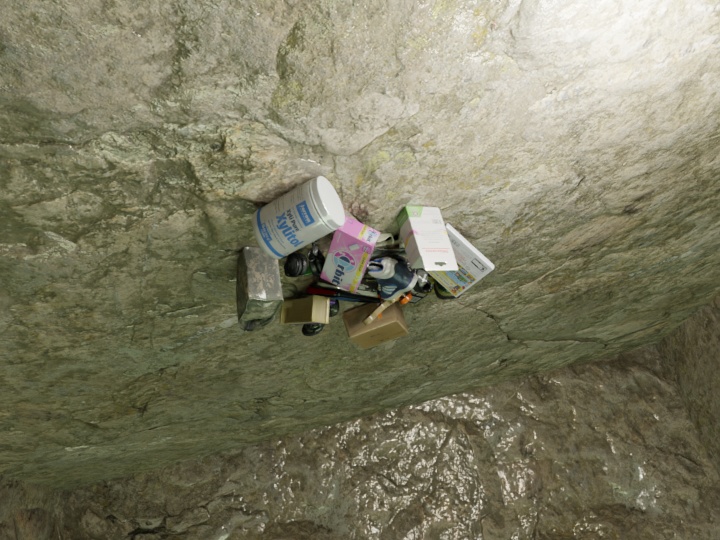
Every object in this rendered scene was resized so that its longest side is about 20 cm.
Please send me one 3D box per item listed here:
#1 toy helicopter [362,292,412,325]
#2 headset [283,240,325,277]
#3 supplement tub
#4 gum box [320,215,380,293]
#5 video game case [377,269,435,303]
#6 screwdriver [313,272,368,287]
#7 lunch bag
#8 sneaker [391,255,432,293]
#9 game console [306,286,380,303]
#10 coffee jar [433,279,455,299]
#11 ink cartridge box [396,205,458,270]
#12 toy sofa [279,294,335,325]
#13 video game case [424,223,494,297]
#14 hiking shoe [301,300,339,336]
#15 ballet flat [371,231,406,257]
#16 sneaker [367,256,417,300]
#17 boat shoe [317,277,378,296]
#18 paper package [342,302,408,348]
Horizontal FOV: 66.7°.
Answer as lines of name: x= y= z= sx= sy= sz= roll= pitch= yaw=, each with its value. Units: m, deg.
toy helicopter: x=0.071 y=0.117 z=1.816 sx=0.199 sy=0.080 sz=0.132 roll=-40 pitch=-174 yaw=-33
headset: x=-0.155 y=-0.034 z=1.570 sx=0.120 sy=0.097 sz=0.200 roll=-8 pitch=167 yaw=-21
supplement tub: x=-0.150 y=-0.125 z=1.315 sx=0.197 sy=0.135 sz=0.131 roll=-25 pitch=151 yaw=20
gum box: x=-0.032 y=-0.037 z=1.505 sx=0.111 sy=0.067 sz=0.202 roll=25 pitch=132 yaw=3
video game case: x=0.185 y=0.053 z=1.925 sx=0.197 sy=0.026 sz=0.180 roll=12 pitch=142 yaw=-40
screwdriver: x=-0.060 y=0.021 z=1.635 sx=0.195 sy=0.030 sz=0.028 roll=10 pitch=175 yaw=24
lunch bag: x=-0.295 y=0.057 z=1.538 sx=0.115 sy=0.168 sz=0.201 roll=2 pitch=149 yaw=-26
sneaker: x=0.171 y=0.013 z=1.745 sx=0.089 sy=0.068 sz=0.200 roll=9 pitch=155 yaw=42
game console: x=-0.058 y=0.083 z=1.759 sx=0.197 sy=0.032 sz=0.175 roll=11 pitch=177 yaw=-38
coffee jar: x=0.311 y=0.012 z=1.818 sx=0.101 sy=0.087 sz=0.202 roll=-4 pitch=141 yaw=-14
ink cartridge box: x=0.182 y=-0.073 z=1.498 sx=0.114 sy=0.204 sz=0.068 roll=1 pitch=150 yaw=-26
toy sofa: x=-0.169 y=0.132 z=1.755 sx=0.096 sy=0.085 sz=0.197 roll=14 pitch=165 yaw=-39
video game case: x=0.284 y=-0.027 z=1.698 sx=0.199 sy=0.023 sz=0.182 roll=40 pitch=134 yaw=-7
hiking shoe: x=-0.161 y=0.154 z=1.900 sx=0.099 sy=0.077 sz=0.200 roll=19 pitch=129 yaw=-35
ballet flat: x=0.103 y=-0.079 z=1.602 sx=0.194 sy=0.069 sz=0.069 roll=-9 pitch=140 yaw=-11
sneaker: x=0.069 y=0.015 z=1.654 sx=0.145 sy=0.082 sz=0.199 roll=31 pitch=156 yaw=-17
boat shoe: x=-0.038 y=0.036 z=1.712 sx=0.196 sy=0.062 sz=0.071 roll=11 pitch=177 yaw=-19
paper package: x=0.060 y=0.198 z=2.043 sx=0.196 sy=0.106 sz=0.191 roll=-21 pitch=153 yaw=11
